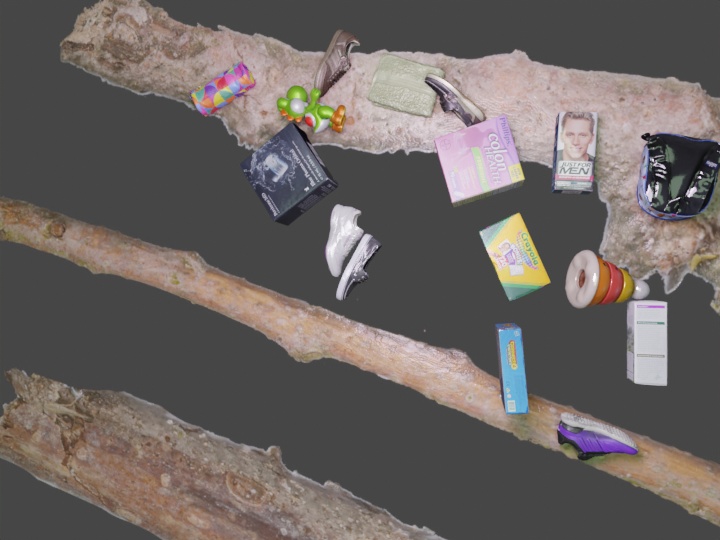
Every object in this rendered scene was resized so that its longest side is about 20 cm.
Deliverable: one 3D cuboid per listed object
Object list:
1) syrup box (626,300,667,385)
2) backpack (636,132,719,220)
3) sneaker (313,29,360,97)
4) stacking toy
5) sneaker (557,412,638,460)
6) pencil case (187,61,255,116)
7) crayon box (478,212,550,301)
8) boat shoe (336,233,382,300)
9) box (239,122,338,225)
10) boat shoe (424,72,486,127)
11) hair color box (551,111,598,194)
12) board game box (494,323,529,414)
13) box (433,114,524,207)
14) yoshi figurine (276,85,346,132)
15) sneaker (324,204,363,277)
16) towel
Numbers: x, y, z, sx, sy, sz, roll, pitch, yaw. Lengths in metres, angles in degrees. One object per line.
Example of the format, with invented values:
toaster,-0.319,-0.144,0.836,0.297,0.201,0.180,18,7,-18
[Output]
syrup box,0.717,0.178,1.426,0.080,0.079,0.205,1,89,12
backpack,0.766,-0.221,1.391,0.196,0.154,0.195,13,83,18
sneaker,-0.068,-0.582,1.619,0.074,0.070,0.203,23,94,10
stacking toy,0.637,0.034,1.443,0.195,0.146,0.150,9,90,-7
sneaker,0.598,0.443,1.455,0.196,0.069,0.102,18,99,16
pencil case,-0.410,-0.539,1.685,0.197,0.088,0.090,-25,84,8
crayon box,0.406,-0.035,1.508,0.117,0.058,0.203,-24,84,10
boat shoe,0.000,0.000,1.594,0.065,0.070,0.203,27,87,13
box,-0.202,-0.269,1.616,0.198,0.117,0.199,-36,82,10
boat shoe,0.247,-0.453,1.537,0.198,0.072,0.065,36,100,-8
hair color box,0.556,-0.305,1.483,0.098,0.060,0.205,4,89,12
board game box,0.379,0.241,1.437,0.055,0.196,0.205,-5,88,11
box,0.314,-0.287,1.516,0.196,0.097,0.180,-16,85,10
yoshi figurine,-0.135,-0.466,1.606,0.196,0.113,0.114,16,121,2
sneaker,-0.045,-0.082,1.597,0.097,0.075,0.205,7,90,13
towel,0.125,-0.517,1.593,0.196,0.036,0.151,19,93,12
